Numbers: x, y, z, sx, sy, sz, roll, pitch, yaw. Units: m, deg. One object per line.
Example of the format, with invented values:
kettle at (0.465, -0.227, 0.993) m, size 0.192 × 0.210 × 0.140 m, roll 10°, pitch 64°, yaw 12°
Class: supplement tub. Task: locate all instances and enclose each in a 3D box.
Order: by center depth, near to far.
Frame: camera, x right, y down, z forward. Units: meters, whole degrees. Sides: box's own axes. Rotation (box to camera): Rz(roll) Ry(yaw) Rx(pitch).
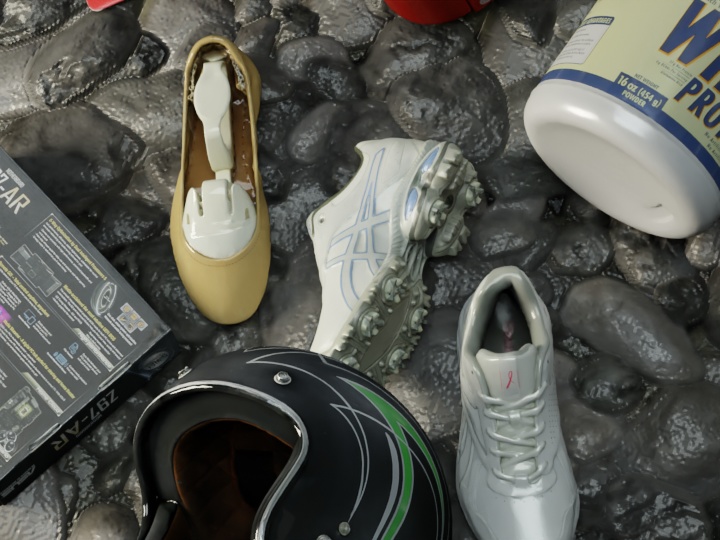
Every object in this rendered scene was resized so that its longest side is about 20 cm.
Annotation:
supplement tub at (0.214, -0.137, 1.444) m, size 0.145 × 0.145 × 0.200 m, roll 31°, pitch 76°, yaw 16°

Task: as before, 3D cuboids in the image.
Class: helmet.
helmet at (-0.041, 0.145, 1.339) m, size 0.200 × 0.200 × 0.191 m, roll 0°, pitch 59°, yaw 6°

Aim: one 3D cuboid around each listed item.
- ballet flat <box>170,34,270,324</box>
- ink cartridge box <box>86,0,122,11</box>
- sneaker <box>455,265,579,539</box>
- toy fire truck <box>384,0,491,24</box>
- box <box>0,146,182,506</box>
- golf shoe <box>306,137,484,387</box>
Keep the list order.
ballet flat at (-0.098, -0.065, 1.493) m, size 0.068 × 0.063 × 0.200 m, roll -6°, pitch 69°, yaw 4°
ink cartridge box at (-0.182, -0.298, 1.586) m, size 0.116 × 0.067 × 0.200 m, roll -24°, pitch 69°, yaw -3°
sneaker at (0.091, 0.089, 1.396) m, size 0.078 × 0.099 × 0.200 m, roll -9°, pitch 69°, yaw 2°
toy fire truck at (-0.003, -0.239, 1.528) m, size 0.200 × 0.129 × 0.176 m, roll -36°, pitch 70°, yaw 4°
box at (-0.243, 0.030, 1.482) m, size 0.160 × 0.044 × 0.200 m, roll -42°, pitch 71°, yaw -10°
golf shoe at (0.000, 0.000, 1.465) m, size 0.097 × 0.078 × 0.200 m, roll 16°, pitch 65°, yaw 29°
